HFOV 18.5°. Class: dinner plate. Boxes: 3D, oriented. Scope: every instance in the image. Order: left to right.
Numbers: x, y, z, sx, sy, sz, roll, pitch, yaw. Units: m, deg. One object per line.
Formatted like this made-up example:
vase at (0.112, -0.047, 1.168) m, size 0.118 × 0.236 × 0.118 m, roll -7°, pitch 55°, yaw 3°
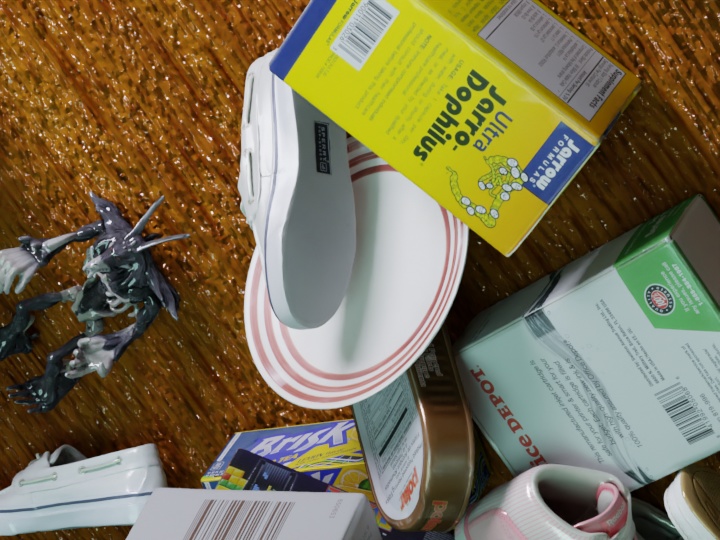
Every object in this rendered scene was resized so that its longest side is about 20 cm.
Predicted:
dinner plate at (0.000, 0.000, 1.493) m, size 0.200 × 0.201 × 0.024 m, roll -30°, pitch 143°, yaw 32°

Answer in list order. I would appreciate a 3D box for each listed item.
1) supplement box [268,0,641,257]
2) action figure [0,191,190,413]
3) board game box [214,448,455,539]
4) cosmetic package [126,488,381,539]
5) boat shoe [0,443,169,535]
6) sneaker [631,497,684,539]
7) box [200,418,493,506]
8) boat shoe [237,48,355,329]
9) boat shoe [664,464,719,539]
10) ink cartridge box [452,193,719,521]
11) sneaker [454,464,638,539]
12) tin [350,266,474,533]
supplement box at (0.062, -0.125, 1.420) m, size 0.200 × 0.109 × 0.110 m, roll 38°, pitch 123°, yaw 2°
action figure at (-0.209, 0.027, 1.623) m, size 0.119 × 0.102 × 0.200 m, roll 50°, pitch 126°, yaw 8°
board game box at (-0.022, 0.235, 1.595) m, size 0.199 × 0.057 × 0.166 m, roll 22°, pitch 133°, yaw 5°
cosmetic package at (-0.068, 0.275, 1.489) m, size 0.167 × 0.167 × 0.200 m, roll -2°, pitch 126°, yaw 24°
boat shoe at (-0.230, 0.170, 1.733) m, size 0.199 × 0.074 × 0.067 m, roll -8°, pitch 84°, yaw 27°
sneaker at (0.221, 0.252, 1.561) m, size 0.200 × 0.074 × 0.116 m, roll 46°, pitch 126°, yaw -2°
box at (-0.011, 0.152, 1.614) m, size 0.199 × 0.070 × 0.064 m, roll -9°, pitch 115°, yaw 28°
boat shoe at (-0.051, -0.056, 1.488) m, size 0.066 × 0.072 × 0.201 m, roll -13°, pitch 76°, yaw 43°
boat shoe at (0.261, 0.210, 1.499) m, size 0.069 × 0.071 × 0.200 m, roll -28°, pitch 119°, yaw 34°
ink cartridge box at (0.176, 0.062, 1.479) m, size 0.200 × 0.083 × 0.147 m, roll -29°, pitch 100°, yaw 32°
sneaker at (0.167, 0.204, 1.469) m, size 0.200 × 0.075 × 0.105 m, roll 37°, pitch 133°, yaw -5°
tin at (0.029, 0.085, 1.504) m, size 0.042 × 0.200 × 0.112 m, roll -2°, pitch 144°, yaw -19°
